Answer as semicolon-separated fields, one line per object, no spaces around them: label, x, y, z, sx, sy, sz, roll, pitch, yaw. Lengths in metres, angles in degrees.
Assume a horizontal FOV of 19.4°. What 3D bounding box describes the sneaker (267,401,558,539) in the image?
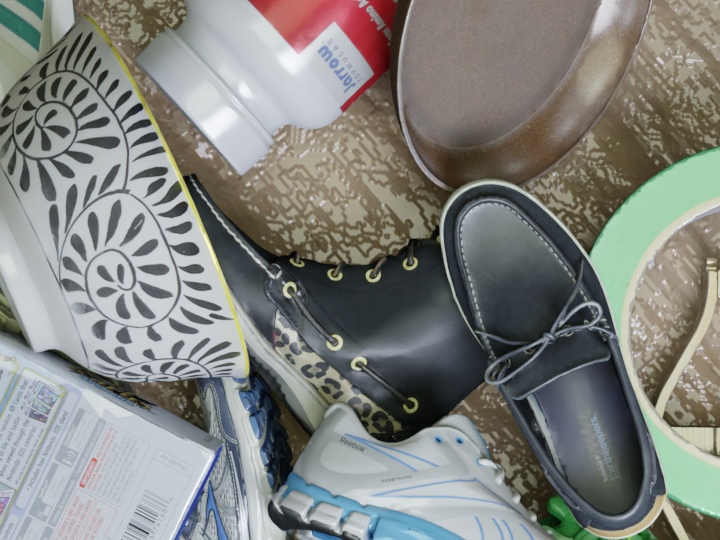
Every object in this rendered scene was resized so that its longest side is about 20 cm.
sneaker;0.058;0.121;1.074;0.199;0.075;0.087;21;72;7

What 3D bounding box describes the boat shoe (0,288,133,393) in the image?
boat shoe;-0.209;0.025;1.141;0.200;0.068;0.075;42;90;3

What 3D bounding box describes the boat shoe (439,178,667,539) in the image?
boat shoe;0.100;0.043;1.078;0.074;0.062;0.201;-24;84;6

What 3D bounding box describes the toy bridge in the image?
toy bridge;0.192;0.093;1.159;0.067;0.027;0.202;1;88;1

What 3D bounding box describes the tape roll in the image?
tape roll;0.212;0.033;1.123;0.199;0.048;0.202;0;87;5

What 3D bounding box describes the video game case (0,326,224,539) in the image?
video game case;-0.194;0.137;1.085;0.180;0.045;0.201;27;95;2

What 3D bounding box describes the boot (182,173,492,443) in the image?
boot;0.000;0.001;1.140;0.153;0.073;0.204;-37;97;-3

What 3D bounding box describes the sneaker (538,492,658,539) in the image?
sneaker;0.128;0.157;1.121;0.199;0.074;0.084;1;86;13

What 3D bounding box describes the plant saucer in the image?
plant saucer;0.082;-0.137;1.106;0.032;0.200;0.201;30;88;37

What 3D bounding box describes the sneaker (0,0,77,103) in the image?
sneaker;-0.207;-0.143;1.126;0.070;0.093;0.201;-11;90;39

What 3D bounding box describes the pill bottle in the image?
pill bottle;-0.021;-0.150;1.126;0.200;0.112;0.112;-44;89;-1

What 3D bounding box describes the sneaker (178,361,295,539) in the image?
sneaker;-0.076;0.139;1.136;0.085;0.077;0.201;-12;86;6

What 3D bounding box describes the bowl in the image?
bowl;-0.140;-0.018;1.058;0.094;0.201;0.202;-24;88;-10
